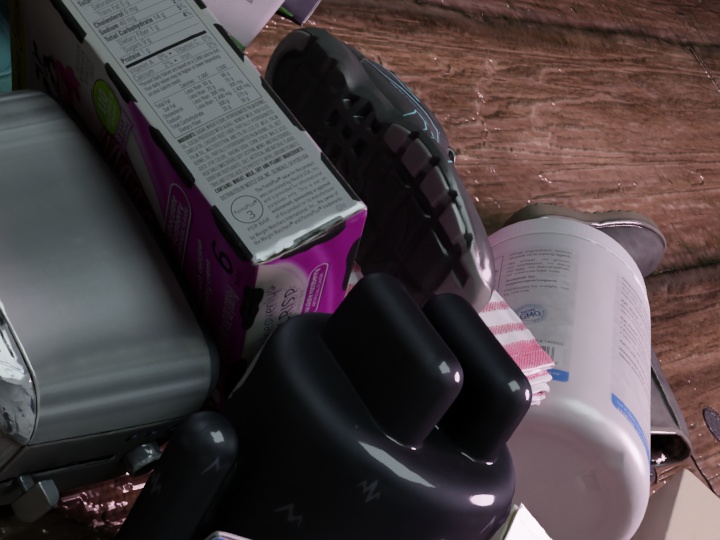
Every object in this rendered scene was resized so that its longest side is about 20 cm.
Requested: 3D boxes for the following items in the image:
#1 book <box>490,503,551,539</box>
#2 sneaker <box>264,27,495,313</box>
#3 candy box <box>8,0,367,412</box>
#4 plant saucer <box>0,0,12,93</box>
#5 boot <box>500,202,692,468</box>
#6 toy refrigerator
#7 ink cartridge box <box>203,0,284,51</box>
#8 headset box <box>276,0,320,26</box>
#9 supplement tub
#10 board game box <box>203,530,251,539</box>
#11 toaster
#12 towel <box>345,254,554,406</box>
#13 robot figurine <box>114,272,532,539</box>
[{"bbox_3d":[0.066,0.230,0.740,0.134,0.048,0.201,48,46,-19],"label":"book"},{"bbox_3d":[0.024,-0.054,0.823,0.079,0.076,0.201,9,40,-43],"label":"sneaker"},{"bbox_3d":[-0.086,-0.050,0.720,0.061,0.137,0.200,-27,65,-25],"label":"candy box"},{"bbox_3d":[-0.209,-0.119,0.827,0.200,0.027,0.201,35,33,-27],"label":"plant saucer"},{"bbox_3d":[0.198,0.049,1.179,0.181,0.073,0.201,1,48,-38],"label":"boot"},{"bbox_3d":[0.190,0.212,0.981,0.076,0.070,0.200,42,28,-2],"label":"toy refrigerator"},{"bbox_3d":[-0.089,-0.215,0.869,0.145,0.200,0.084,39,0,-27],"label":"ink cartridge box"},{"bbox_3d":[-0.099,-0.251,0.999,0.199,0.093,0.174,35,2,-28],"label":"headset box"},{"bbox_3d":[0.109,0.072,0.959,0.132,0.132,0.200,43,29,-15],"label":"supplement tub"},{"bbox_3d":[-0.048,0.219,0.527,0.096,0.159,0.201,25,38,-40],"label":"board game box"},{"bbox_3d":[-0.160,0.006,0.662,0.129,0.113,0.201,-16,71,-57],"label":"toaster"},{"bbox_3d":[0.000,0.000,0.825,0.146,0.030,0.200,-6,50,-51],"label":"towel"},{"bbox_3d":[-0.013,0.101,0.670,0.150,0.201,0.125,33,20,-5],"label":"robot figurine"}]
